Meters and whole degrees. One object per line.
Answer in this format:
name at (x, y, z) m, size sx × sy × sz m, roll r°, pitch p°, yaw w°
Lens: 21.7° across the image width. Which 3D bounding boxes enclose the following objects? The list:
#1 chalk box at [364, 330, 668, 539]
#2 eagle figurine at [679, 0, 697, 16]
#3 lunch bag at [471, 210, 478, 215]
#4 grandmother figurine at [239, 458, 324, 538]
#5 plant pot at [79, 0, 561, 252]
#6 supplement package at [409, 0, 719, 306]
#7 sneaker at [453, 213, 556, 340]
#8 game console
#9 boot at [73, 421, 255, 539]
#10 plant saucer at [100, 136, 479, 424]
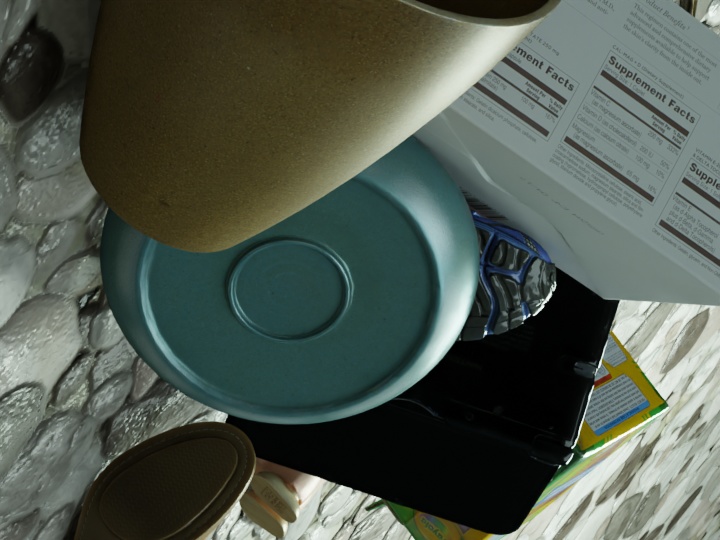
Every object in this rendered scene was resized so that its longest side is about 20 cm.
chalk box at (0.082, 0.114, 1.272) m, size 0.124 × 0.124 × 0.200 m, roll -22°, pitch 160°, yaw -51°
eagle figurine at (0.133, -0.201, 1.110) m, size 0.199 × 0.151 × 0.153 m, roll -2°, pitch 88°, yaw -26°
lunch bag at (0.146, -0.087, 1.156) m, size 0.199 × 0.095 × 0.150 m, roll -27°, pitch 160°, yaw 34°
grandmother figurine at (-0.001, 0.103, 1.361) m, size 0.200 × 0.061 × 0.121 m, roll -43°, pitch -179°, yaw -30°
plant pot at (-0.041, -0.108, 0.829) m, size 0.186 × 0.187 × 0.200 m, roll -23°, pitch 159°, yaw -51°
supplement package at (0.109, -0.080, 0.967) m, size 0.111 × 0.199 × 0.156 m, roll -59°, pitch -163°, yaw -9°
sneaker at (0.013, -0.021, 1.035) m, size 0.079 × 0.198 × 0.076 m, roll -58°, pitch 159°, yaw -55°
game console at (0.034, 0.055, 1.145) m, size 0.116 × 0.199 × 0.177 m, roll 156°, pitch -49°, yaw -85°
boot at (-0.127, 0.186, 1.194) m, size 0.200 × 0.077 × 0.155 m, roll -49°, pitch 157°, yaw -3°
plant saucer at (-0.037, 0.005, 0.974) m, size 0.027 × 0.199 × 0.201 m, roll -91°, pitch -159°, yaw -56°
